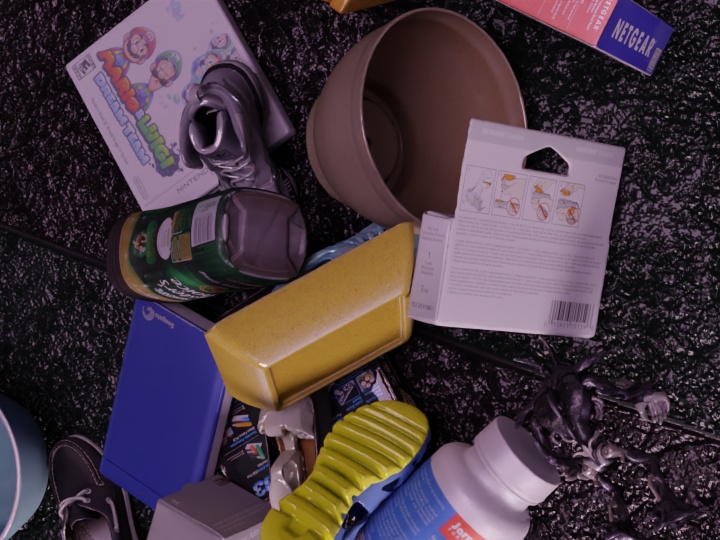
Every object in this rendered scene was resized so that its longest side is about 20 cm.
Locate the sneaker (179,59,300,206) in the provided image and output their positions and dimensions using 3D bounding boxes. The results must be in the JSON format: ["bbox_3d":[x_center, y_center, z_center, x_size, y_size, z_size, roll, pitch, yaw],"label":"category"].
[{"bbox_3d":[-0.118,-0.094,1.655,0.075,0.115,0.201,-12,102,17],"label":"sneaker"}]

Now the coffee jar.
[{"bbox_3d":[-0.147,-0.020,1.616,0.199,0.104,0.086,-10,75,49],"label":"coffee jar"}]

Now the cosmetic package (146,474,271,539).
[{"bbox_3d":[-0.158,0.305,1.655,0.090,0.107,0.201,28,112,23],"label":"cosmetic package"}]

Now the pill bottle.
[{"bbox_3d":[0.082,0.227,1.586,0.200,0.112,0.112,-46,73,17],"label":"pill bottle"}]

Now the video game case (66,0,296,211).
[{"bbox_3d":[-0.182,-0.172,1.751,0.182,0.024,0.201,-34,78,20],"label":"video game case"}]

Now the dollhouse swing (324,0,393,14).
[{"bbox_3d":[-0.015,-0.372,1.610,0.200,0.181,0.176,39,125,19],"label":"dollhouse swing"}]

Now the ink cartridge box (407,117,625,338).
[{"bbox_3d":[0.138,-0.035,1.519,0.043,0.199,0.175,12,94,50],"label":"ink cartridge box"}]

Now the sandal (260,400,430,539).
[{"bbox_3d":[-0.012,0.199,1.577,0.079,0.087,0.200,36,66,27],"label":"sandal"}]

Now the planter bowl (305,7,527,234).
[{"bbox_3d":[0.036,-0.123,1.581,0.134,0.199,0.202,-11,85,50],"label":"planter bowl"}]

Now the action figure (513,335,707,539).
[{"bbox_3d":[0.213,0.150,1.538,0.119,0.102,0.201,-40,66,25],"label":"action figure"}]

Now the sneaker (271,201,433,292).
[{"bbox_3d":[0.000,0.000,1.607,0.200,0.082,0.074,-37,81,-9],"label":"sneaker"}]

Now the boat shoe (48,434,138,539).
[{"bbox_3d":[-0.271,0.256,1.760,0.074,0.060,0.201,-29,71,19],"label":"boat shoe"}]

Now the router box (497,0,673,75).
[{"bbox_3d":[0.161,-0.238,1.506,0.179,0.200,0.049,30,100,21],"label":"router box"}]

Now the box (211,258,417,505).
[{"bbox_3d":[-0.063,0.117,1.685,0.199,0.050,0.199,-33,78,20],"label":"box"}]

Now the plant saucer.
[{"bbox_3d":[-0.028,0.054,1.531,0.199,0.200,0.049,-29,72,-8],"label":"plant saucer"}]

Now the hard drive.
[{"bbox_3d":[-0.186,0.135,1.706,0.132,0.025,0.201,28,113,32],"label":"hard drive"}]

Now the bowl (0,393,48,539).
[{"bbox_3d":[-0.400,0.201,1.799,0.200,0.105,0.202,0,91,26],"label":"bowl"}]

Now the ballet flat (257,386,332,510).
[{"bbox_3d":[-0.060,0.165,1.621,0.068,0.068,0.201,-9,86,23],"label":"ballet flat"}]
